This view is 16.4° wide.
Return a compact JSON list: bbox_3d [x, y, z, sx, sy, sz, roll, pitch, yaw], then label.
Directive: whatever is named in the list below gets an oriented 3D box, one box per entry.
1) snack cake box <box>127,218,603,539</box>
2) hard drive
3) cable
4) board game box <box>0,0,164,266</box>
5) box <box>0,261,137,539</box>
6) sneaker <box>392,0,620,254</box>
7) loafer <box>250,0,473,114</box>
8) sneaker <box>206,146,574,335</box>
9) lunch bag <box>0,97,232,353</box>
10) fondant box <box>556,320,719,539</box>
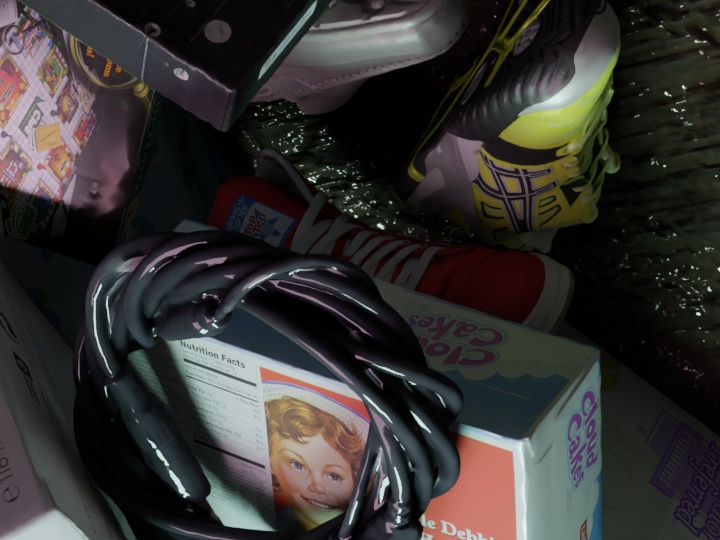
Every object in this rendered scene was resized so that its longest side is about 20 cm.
[{"bbox_3d":[-0.003,0.065,1.013,0.199,0.067,0.115,18,131,27],"label":"snack cake box"},{"bbox_3d":[-0.095,-0.159,0.966,0.200,0.140,0.038,33,152,6],"label":"hard drive"},{"bbox_3d":[-0.040,0.052,0.954,0.163,0.051,0.200,35,140,18],"label":"cable"},{"bbox_3d":[-0.128,-0.108,1.058,0.104,0.023,0.201,19,110,8],"label":"board game box"},{"bbox_3d":[-0.166,0.114,1.070,0.200,0.130,0.199,57,-177,-47],"label":"box"},{"bbox_3d":[0.075,-0.061,1.005,0.076,0.076,0.200,30,164,-4],"label":"sneaker"},{"bbox_3d":[-0.016,-0.102,1.047,0.070,0.070,0.200,47,159,-29],"label":"loafer"},{"bbox_3d":[0.000,0.000,1.058,0.112,0.071,0.200,39,158,-21],"label":"sneaker"},{"bbox_3d":[-0.168,-0.028,1.183,0.199,0.128,0.170,-20,121,11],"label":"lunch bag"},{"bbox_3d":[0.097,0.108,1.143,0.200,0.144,0.058,37,135,-1],"label":"fondant box"}]
